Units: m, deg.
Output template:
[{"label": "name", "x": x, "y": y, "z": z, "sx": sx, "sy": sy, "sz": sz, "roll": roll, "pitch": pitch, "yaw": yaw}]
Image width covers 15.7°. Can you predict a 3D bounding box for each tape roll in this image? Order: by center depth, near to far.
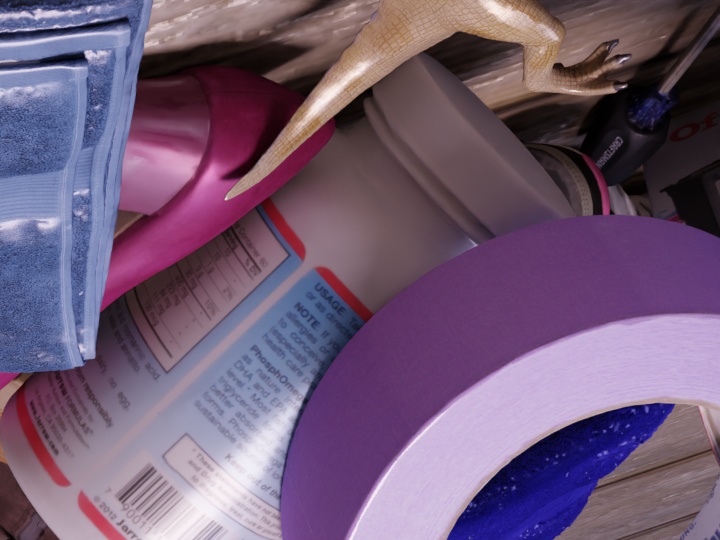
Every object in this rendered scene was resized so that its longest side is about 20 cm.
[{"label": "tape roll", "x": 0.076, "y": 0.083, "z": 0.883, "sx": 0.199, "sy": 0.066, "sz": 0.201, "roll": -9, "pitch": 124, "yaw": -14}]

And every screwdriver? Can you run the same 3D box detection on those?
[{"label": "screwdriver", "x": 0.121, "y": -0.071, "z": 0.984, "sx": 0.028, "sy": 0.029, "sz": 0.200, "roll": -15, "pitch": 170, "yaw": -17}]

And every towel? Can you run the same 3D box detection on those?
[{"label": "towel", "x": -0.122, "y": -0.029, "z": 0.730, "sx": 0.111, "sy": 0.049, "sz": 0.200, "roll": -2, "pitch": 153, "yaw": -12}, {"label": "towel", "x": 0.057, "y": 0.093, "z": 1.078, "sx": 0.147, "sy": 0.050, "sz": 0.200, "roll": -34, "pitch": 166, "yaw": -20}]

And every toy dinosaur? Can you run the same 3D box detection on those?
[{"label": "toy dinosaur", "x": 0.041, "y": -0.092, "z": 0.804, "sx": 0.101, "sy": 0.058, "sz": 0.200, "roll": 12, "pitch": 139, "yaw": -39}]

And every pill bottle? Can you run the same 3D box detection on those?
[{"label": "pill bottle", "x": -0.024, "y": 0.021, "z": 0.916, "sx": 0.200, "sy": 0.109, "sz": 0.109, "roll": -43, "pitch": 160, "yaw": 10}]

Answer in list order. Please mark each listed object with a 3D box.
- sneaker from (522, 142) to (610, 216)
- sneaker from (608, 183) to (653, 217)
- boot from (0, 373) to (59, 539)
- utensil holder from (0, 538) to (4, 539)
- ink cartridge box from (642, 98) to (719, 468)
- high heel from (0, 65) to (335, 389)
[{"label": "sneaker", "x": 0.000, "y": 0.000, "z": 1.007, "sx": 0.199, "sy": 0.074, "sz": 0.087, "roll": -17, "pitch": 172, "yaw": 8}, {"label": "sneaker", "x": 0.124, "y": 0.009, "z": 1.158, "sx": 0.066, "sy": 0.091, "sz": 0.200, "roll": -20, "pitch": 167, "yaw": 30}, {"label": "boot", "x": -0.086, "y": 0.103, "z": 1.068, "sx": 0.072, "sy": 0.200, "sz": 0.166, "roll": -50, "pitch": 172, "yaw": -25}, {"label": "utensil holder", "x": -0.228, "y": 0.206, "z": 1.279, "sx": 0.199, "sy": 0.171, "sz": 0.170, "roll": -11, "pitch": 163, "yaw": -26}, {"label": "ink cartridge box", "x": 0.195, "y": -0.004, "z": 1.017, "sx": 0.147, "sy": 0.086, "sz": 0.200, "roll": -22, "pitch": -151, "yaw": 11}, {"label": "high heel", "x": -0.089, "y": -0.001, "z": 0.895, "sx": 0.096, "sy": 0.068, "sz": 0.200, "roll": 3, "pitch": 152, "yaw": -32}]
